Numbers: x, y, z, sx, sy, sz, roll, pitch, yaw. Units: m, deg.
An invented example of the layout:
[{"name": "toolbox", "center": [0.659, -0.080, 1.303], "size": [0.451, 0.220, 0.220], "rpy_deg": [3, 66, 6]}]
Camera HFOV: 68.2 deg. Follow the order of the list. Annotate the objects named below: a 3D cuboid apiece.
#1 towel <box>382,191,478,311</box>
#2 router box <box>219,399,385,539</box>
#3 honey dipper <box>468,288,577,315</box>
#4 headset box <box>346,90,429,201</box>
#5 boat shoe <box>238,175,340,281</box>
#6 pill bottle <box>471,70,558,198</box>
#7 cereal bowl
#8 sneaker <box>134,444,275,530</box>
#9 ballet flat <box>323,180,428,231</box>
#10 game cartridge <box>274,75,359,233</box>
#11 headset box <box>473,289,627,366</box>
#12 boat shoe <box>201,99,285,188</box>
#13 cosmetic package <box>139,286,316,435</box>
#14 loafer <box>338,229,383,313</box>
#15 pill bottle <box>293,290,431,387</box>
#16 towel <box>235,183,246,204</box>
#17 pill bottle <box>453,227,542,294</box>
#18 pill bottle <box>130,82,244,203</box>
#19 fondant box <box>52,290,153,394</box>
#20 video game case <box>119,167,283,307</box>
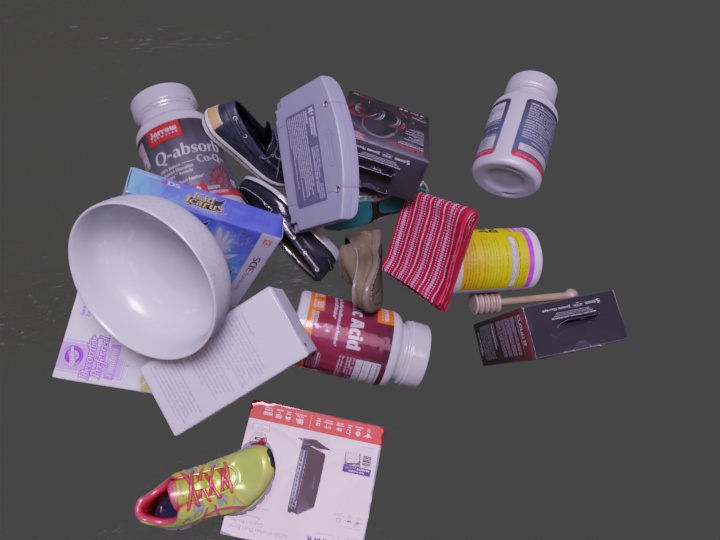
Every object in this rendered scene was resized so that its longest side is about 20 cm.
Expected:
[{"name": "towel", "center": [0.094, -0.038, 0.787], "size": [0.022, 0.200, 0.146], "rpy_deg": [13, 100, -26]}, {"name": "router box", "center": [-0.079, 0.296, 0.763], "size": [0.199, 0.049, 0.181], "rpy_deg": [13, 74, -6]}, {"name": "honey dipper", "center": [0.281, 0.048, 0.900], "size": [0.198, 0.038, 0.038], "rpy_deg": [-4, 76, -13]}, {"name": "headset box", "center": [0.030, -0.198, 0.847], "size": [0.148, 0.075, 0.201], "rpy_deg": [17, 37, -5]}, {"name": "boat shoe", "center": [-0.121, -0.066, 0.836], "size": [0.200, 0.076, 0.060], "rpy_deg": [40, 69, 1]}, {"name": "pill bottle", "center": [0.278, -0.240, 0.931], "size": [0.119, 0.120, 0.201], "rpy_deg": [23, 73, -4]}, {"name": "cereal bowl", "center": [-0.236, 0.002, 0.631], "size": [0.200, 0.200, 0.083], "rpy_deg": [38, 31, 1]}, {"name": "sneaker", "center": [-0.201, 0.285, 0.684], "size": [0.199, 0.090, 0.078], "rpy_deg": [-30, 59, 9]}, {"name": "ballet flat", "center": [0.017, -0.117, 0.890], "size": [0.199, 0.072, 0.072], "rpy_deg": [-15, 78, -16]}, {"name": "game cartridge", "center": [-0.062, -0.163, 0.763], "size": [0.041, 0.133, 0.202], "rpy_deg": [-7, 89, -42]}, {"name": "headset box", "center": [0.282, 0.090, 0.804], "size": [0.148, 0.200, 0.078], "rpy_deg": [-10, 78, -12]}, {"name": "boat shoe", "center": [-0.151, -0.189, 0.813], "size": [0.062, 0.200, 0.075], "rpy_deg": [-27, 57, 20]}, {"name": "cosmetic package", "center": [-0.170, 0.116, 0.696], "size": [0.199, 0.071, 0.102], "rpy_deg": [-31, 84, 3]}, {"name": "loafer", "center": [0.000, 0.000, 0.807], "size": [0.067, 0.200, 0.077], "rpy_deg": [-2, 115, 5]}, {"name": "pill bottle", "center": [-0.003, 0.106, 0.792], "size": [0.199, 0.114, 0.115], "rpy_deg": [14, 74, -7]}, {"name": "towel", "center": [-0.272, -0.072, 0.832], "size": [0.199, 0.036, 0.149], "rpy_deg": [-23, 82, -16]}, {"name": "pill bottle", "center": [0.183, -0.015, 0.863], "size": [0.198, 0.104, 0.105], "rpy_deg": [-3, 76, -11]}, {"name": "pill bottle", "center": [-0.257, -0.160, 0.777], "size": [0.115, 0.116, 0.201], "rpy_deg": [-22, 82, -15]}, {"name": "fondant box", "center": [-0.312, 0.101, 0.768], "size": [0.199, 0.058, 0.145], "rpy_deg": [11, 75, -6]}, {"name": "video game case", "center": [-0.232, -0.033, 0.725], "size": [0.199, 0.181, 0.046], "rpy_deg": [16, 47, -25]}]
